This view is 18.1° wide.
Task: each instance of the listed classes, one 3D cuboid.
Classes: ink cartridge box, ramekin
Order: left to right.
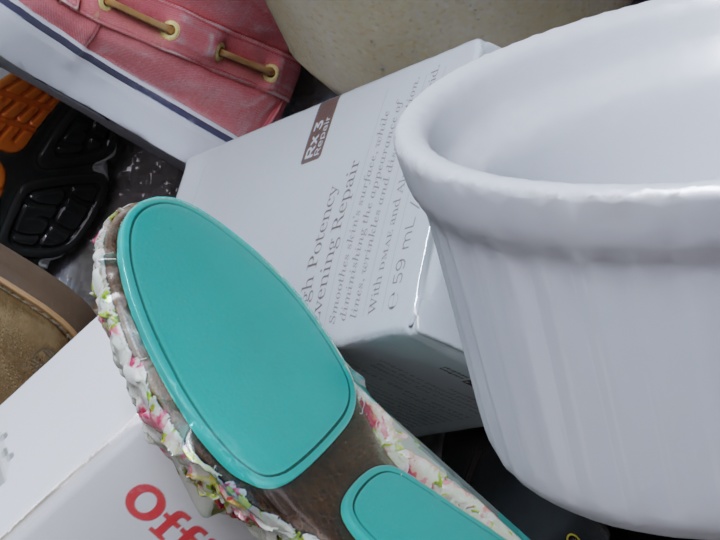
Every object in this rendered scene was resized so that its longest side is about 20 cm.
[{"bbox_3d":[-0.103,0.137,0.756,0.200,0.147,0.083,-42,28,5],"label":"ink cartridge box"},{"bbox_3d":[0.114,-0.009,0.597,0.199,0.201,0.098,-4,110,20],"label":"ramekin"}]

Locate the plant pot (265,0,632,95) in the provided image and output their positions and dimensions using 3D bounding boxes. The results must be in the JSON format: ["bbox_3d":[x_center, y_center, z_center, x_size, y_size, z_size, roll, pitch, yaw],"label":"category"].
[{"bbox_3d":[0.013,-0.165,0.742,0.199,0.184,0.201,-13,38,10],"label":"plant pot"}]

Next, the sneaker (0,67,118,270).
[{"bbox_3d":[-0.139,-0.083,0.919,0.092,0.075,0.201,23,88,55],"label":"sneaker"}]

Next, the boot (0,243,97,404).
[{"bbox_3d":[-0.197,0.006,0.839,0.199,0.074,0.076,29,52,-9],"label":"boot"}]

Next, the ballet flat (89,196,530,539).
[{"bbox_3d":[-0.015,0.067,0.664,0.200,0.064,0.076,47,47,9],"label":"ballet flat"}]

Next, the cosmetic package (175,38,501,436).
[{"bbox_3d":[0.000,0.000,0.761,0.200,0.074,0.102,-16,54,55],"label":"cosmetic package"}]

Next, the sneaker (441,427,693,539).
[{"bbox_3d":[0.082,0.091,0.715,0.074,0.200,0.107,15,81,-20],"label":"sneaker"}]

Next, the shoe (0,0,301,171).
[{"bbox_3d":[-0.102,-0.111,0.839,0.071,0.199,0.091,23,84,59],"label":"shoe"}]
